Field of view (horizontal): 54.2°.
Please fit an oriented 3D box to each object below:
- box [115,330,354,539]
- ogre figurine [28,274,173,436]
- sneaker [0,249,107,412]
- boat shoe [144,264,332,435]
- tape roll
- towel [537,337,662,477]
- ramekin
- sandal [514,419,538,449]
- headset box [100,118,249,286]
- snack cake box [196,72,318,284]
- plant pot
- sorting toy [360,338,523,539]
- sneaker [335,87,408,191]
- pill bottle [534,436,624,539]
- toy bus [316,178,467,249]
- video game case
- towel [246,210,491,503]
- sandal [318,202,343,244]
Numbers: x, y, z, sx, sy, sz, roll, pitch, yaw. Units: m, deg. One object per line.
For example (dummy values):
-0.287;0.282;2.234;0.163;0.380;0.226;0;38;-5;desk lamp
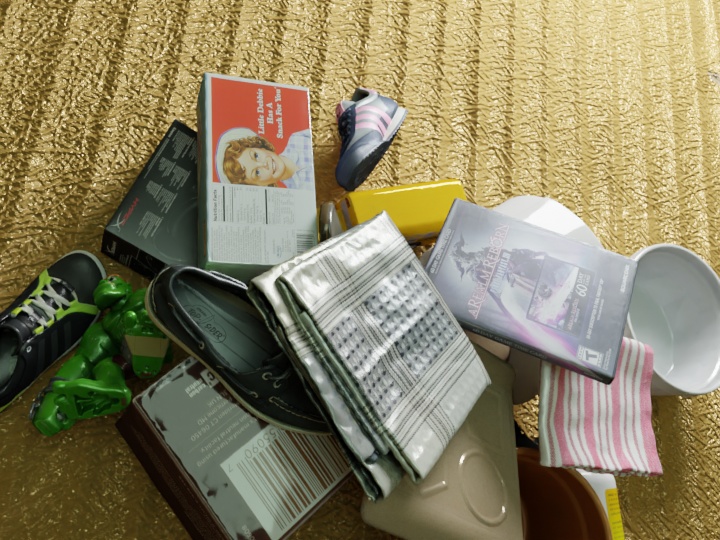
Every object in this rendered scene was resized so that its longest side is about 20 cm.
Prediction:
-0.109;0.150;0.656;0.165;0.200;0.165;-37;90;-29;box
-0.215;0.065;0.658;0.097;0.120;0.201;31;108;-22;ogre figurine
-0.308;0.061;0.663;0.071;0.083;0.202;36;63;-10;sneaker
-0.076;0.060;0.549;0.199;0.066;0.075;41;61;-7;boat shoe
0.177;0.033;0.821;0.138;0.202;0.205;-29;86;-29;tape roll
0.248;0.132;0.723;0.198;0.030;0.149;17;69;-38;towel
0.401;0.074;0.961;0.197;0.105;0.204;7;71;-22;ramekin
0.158;0.180;0.810;0.198;0.076;0.048;29;64;17;sandal
-0.155;-0.042;0.767;0.198;0.077;0.151;30;64;-13;headset box
-0.109;-0.091;0.722;0.113;0.067;0.204;2;72;-21;snack cake box
0.144;0.284;0.744;0.196;0.140;0.204;1;82;-9;plant pot
0.075;0.148;0.633;0.184;0.036;0.203;31;49;-28;sorting toy
-0.006;-0.164;0.855;0.081;0.071;0.201;32;34;-1;sneaker
0.253;0.297;0.825;0.102;0.104;0.204;3;72;-22;pill bottle
0.031;-0.060;0.853;0.197;0.078;0.066;-11;78;-26;toy bus
0.163;0.014;0.692;0.197;0.019;0.144;21;56;10;video game case
0.021;0.056;0.574;0.199;0.034;0.194;-32;91;-51;towel
0.000;0.000;0.768;0.054;0.201;0.083;-15;44;11;sandal
